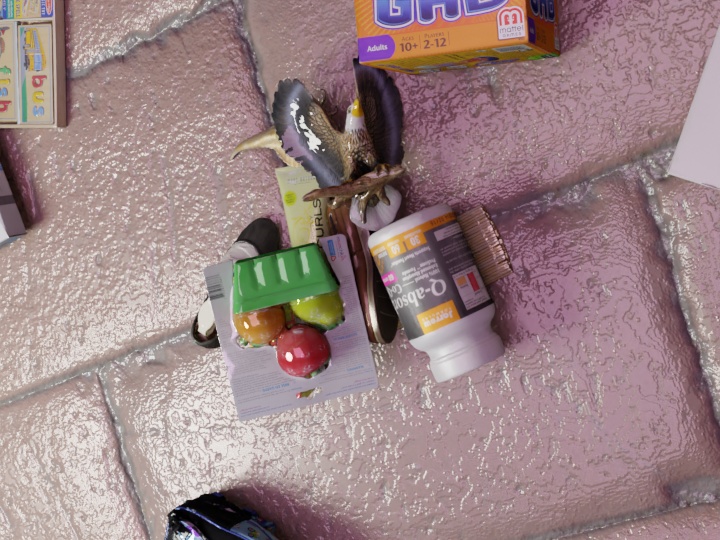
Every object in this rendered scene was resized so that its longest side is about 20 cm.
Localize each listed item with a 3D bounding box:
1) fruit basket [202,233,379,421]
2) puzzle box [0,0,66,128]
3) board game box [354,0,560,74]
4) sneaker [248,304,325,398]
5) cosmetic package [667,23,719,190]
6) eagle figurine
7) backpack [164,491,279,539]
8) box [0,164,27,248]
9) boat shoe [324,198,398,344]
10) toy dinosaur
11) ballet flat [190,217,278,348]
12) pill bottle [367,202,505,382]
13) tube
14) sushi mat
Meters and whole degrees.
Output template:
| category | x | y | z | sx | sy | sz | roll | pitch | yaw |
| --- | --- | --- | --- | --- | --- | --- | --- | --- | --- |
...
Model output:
| category | x | y | z | sx | sy | sz | roll | pitch | yaw |
| --- | --- | --- | --- | --- | --- | --- | --- | --- | --- |
| fruit basket | -0.086 | 0.071 | 1.490 | 0.184 | 0.094 | 0.202 | -14 | 101 | -3 |
| puzzle box | -0.486 | -0.304 | 1.715 | 0.132 | 0.025 | 0.202 | 1 | 95 | 20 |
| board game box | 0.114 | -0.346 | 1.400 | 0.198 | 0.200 | 0.202 | -4 | 94 | 20 |
| sneaker | -0.115 | 0.090 | 1.550 | 0.078 | 0.090 | 0.201 | -26 | 108 | 26 |
| cosmetic package | 0.436 | -0.190 | 1.359 | 0.107 | 0.085 | 0.201 | 22 | 103 | 17 |
| eagle figurine | -0.011 | -0.164 | 1.480 | 0.151 | 0.151 | 0.201 | -53 | 37 | 27 |
| backpack | -0.170 | 0.415 | 1.608 | 0.199 | 0.134 | 0.184 | 20 | 101 | 18 |
| box | -0.585 | -0.116 | 1.748 | 0.155 | 0.041 | 0.201 | -24 | 87 | 31 |
| boat shoe | 0.000 | 0.000 | 1.535 | 0.068 | 0.072 | 0.202 | -13 | 78 | 25 |
| toy dinosaur | -0.095 | -0.186 | 1.567 | 0.198 | 0.058 | 0.102 | 1 | 97 | 20 |
| ballet flat | -0.171 | 0.022 | 1.607 | 0.068 | 0.068 | 0.201 | 30 | 104 | 17 |
| pill bottle | 0.097 | 0.028 | 1.472 | 0.116 | 0.116 | 0.201 | -25 | 87 | 20 |
| tube | -0.066 | -0.042 | 1.576 | 0.058 | 0.052 | 0.202 | -6 | 88 | -24 |
| sushi mat | 0.094 | 0.001 | 1.539 | 0.199 | 0.012 | 0.096 | -28 | 85 | 20 |
